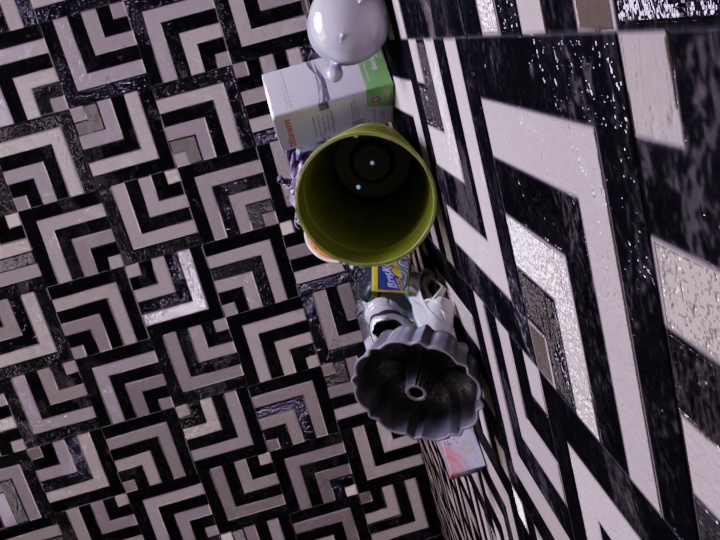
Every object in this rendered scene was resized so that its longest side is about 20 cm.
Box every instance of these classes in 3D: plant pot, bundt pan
[{"bbox_3d":[0.014,-0.137,1.245,0.193,0.200,0.201,-81,-22,-64],"label":"plant pot"},{"bbox_3d":[0.091,0.161,1.251,0.076,0.202,0.202,-66,-32,-51],"label":"bundt pan"}]

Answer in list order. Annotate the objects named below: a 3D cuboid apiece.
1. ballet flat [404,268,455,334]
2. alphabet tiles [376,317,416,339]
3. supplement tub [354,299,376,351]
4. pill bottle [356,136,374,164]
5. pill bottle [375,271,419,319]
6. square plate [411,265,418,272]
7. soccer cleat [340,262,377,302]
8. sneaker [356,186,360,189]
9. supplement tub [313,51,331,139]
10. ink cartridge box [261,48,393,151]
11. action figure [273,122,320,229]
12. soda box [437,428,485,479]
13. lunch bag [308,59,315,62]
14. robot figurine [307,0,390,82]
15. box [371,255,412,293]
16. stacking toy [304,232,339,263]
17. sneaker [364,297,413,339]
[{"bbox_3d":[0.117,0.057,1.341,0.200,0.069,0.070,-110,5,-59],"label":"ballet flat"},{"bbox_3d":[0.103,0.150,1.460,0.006,0.166,0.200,-54,-37,-32],"label":"alphabet tiles"},{"bbox_3d":[0.070,0.148,1.710,0.123,0.122,0.200,80,174,-70],"label":"supplement tub"},{"bbox_3d":[0.012,-0.201,1.534,0.200,0.112,0.112,-113,8,-72],"label":"pill bottle"},{"bbox_3d":[0.078,0.060,1.544,0.200,0.112,0.112,167,88,-83],"label":"pill bottle"},{"bbox_3d":[0.131,0.091,1.730,0.200,0.028,0.198,86,168,-81],"label":"square plate"},{"bbox_3d":[0.000,0.000,1.490,0.068,0.081,0.200,-59,13,16],"label":"soccer cleat"},{"bbox_3d":[0.007,-0.089,1.478,0.077,0.080,0.200,34,174,16],"label":"sneaker"},{"bbox_3d":[-0.040,-0.376,1.738,0.107,0.107,0.200,80,175,-71],"label":"supplement tub"},{"bbox_3d":[-0.051,-0.283,1.370,0.146,0.200,0.084,83,171,-76],"label":"ink cartridge box"},{"bbox_3d":[-0.115,-0.171,1.527,0.130,0.069,0.200,34,129,56],"label":"action figure"},{"bbox_3d":[0.169,0.282,1.547,0.064,0.068,0.200,81,173,-70],"label":"soda box"},{"bbox_3d":[-0.062,-0.331,1.573,0.200,0.160,0.077,38,147,42],"label":"lunch bag"},{"bbox_3d":[-0.019,-0.353,1.187,0.200,0.113,0.170,-111,34,-77],"label":"robot figurine"},{"bbox_3d":[0.058,-0.037,1.425,0.200,0.064,0.070,-79,-10,-63],"label":"box"},{"bbox_3d":[-0.047,-0.116,1.577,0.200,0.146,0.146,79,175,-62],"label":"stacking toy"},{"bbox_3d":[0.088,0.127,1.339,0.200,0.074,0.080,34,-164,-9],"label":"sneaker"}]
